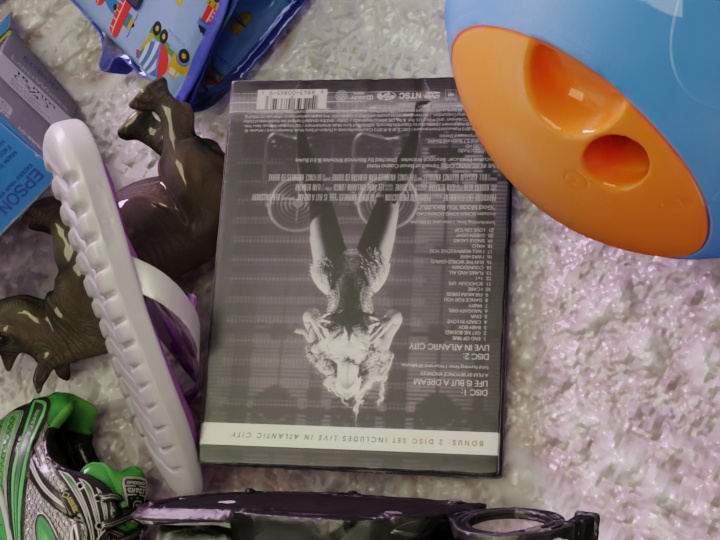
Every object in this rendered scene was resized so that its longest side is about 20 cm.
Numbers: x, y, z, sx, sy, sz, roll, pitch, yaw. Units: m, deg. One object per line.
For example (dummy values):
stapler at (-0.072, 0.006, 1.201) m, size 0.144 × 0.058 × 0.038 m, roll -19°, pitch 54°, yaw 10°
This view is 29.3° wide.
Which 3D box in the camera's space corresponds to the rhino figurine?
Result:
rhino figurine at (-0.143, -0.004, 0.747) m, size 0.087 × 0.060 × 0.200 m, roll 44°, pitch 100°, yaw -2°

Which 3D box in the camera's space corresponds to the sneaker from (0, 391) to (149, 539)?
sneaker at (-0.140, 0.146, 0.700) m, size 0.085 × 0.078 × 0.200 m, roll -39°, pitch 63°, yaw 9°

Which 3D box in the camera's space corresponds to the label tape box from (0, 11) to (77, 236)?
label tape box at (-0.234, -0.059, 0.796) m, size 0.144 × 0.063 × 0.200 m, roll -43°, pitch 21°, yaw 10°

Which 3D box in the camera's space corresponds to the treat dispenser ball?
treat dispenser ball at (0.134, -0.104, 0.561) m, size 0.200 × 0.201 × 0.201 m, roll -7°, pitch 73°, yaw 25°

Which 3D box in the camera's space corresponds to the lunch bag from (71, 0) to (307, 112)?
lunch bag at (-0.090, -0.195, 0.775) m, size 0.151 × 0.094 × 0.200 m, roll 44°, pitch 110°, yaw 27°

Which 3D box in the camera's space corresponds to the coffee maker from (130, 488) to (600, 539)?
coffee maker at (-0.009, 0.197, 0.575) m, size 0.192 × 0.135 × 0.200 m, roll -4°, pitch 84°, yaw 47°

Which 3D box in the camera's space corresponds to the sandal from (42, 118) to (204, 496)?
sandal at (-0.103, 0.019, 0.688) m, size 0.050 × 0.082 × 0.203 m, roll -22°, pitch 106°, yaw -18°

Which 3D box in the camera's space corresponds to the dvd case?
dvd case at (0.000, 0.000, 0.686) m, size 0.148 × 0.016 × 0.200 m, roll 1°, pitch 75°, yaw 11°
